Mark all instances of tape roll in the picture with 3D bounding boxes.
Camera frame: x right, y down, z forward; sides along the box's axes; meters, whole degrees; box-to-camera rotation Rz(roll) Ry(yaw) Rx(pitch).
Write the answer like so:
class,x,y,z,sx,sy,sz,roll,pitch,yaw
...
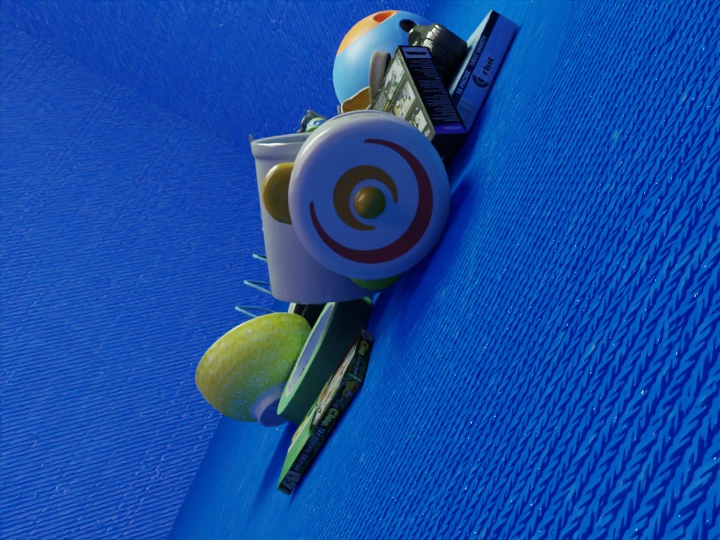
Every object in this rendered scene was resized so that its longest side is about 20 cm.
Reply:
class,x,y,z,sx,sy,sz,roll,pitch,yaw
tape roll,-0.051,0.119,1.465,0.202,0.048,0.201,-62,7,13

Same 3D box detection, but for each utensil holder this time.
class,x,y,z,sx,sy,sz,roll,pitch,yaw
utensil holder,-0.047,-0.072,1.356,0.170,0.168,0.202,-99,4,-80

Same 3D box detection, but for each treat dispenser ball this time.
class,x,y,z,sx,sy,sz,roll,pitch,yaw
treat dispenser ball,0.055,-0.319,1.720,0.202,0.200,0.201,-61,6,12

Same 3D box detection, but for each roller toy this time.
class,x,y,z,sx,sy,sz,roll,pitch,yaw
roller toy,0.007,-0.088,1.199,0.183,0.200,0.140,-47,9,9

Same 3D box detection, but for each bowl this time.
class,x,y,z,sx,sy,sz,roll,pitch,yaw
bowl,-0.139,0.170,1.600,0.108,0.199,0.201,56,130,32

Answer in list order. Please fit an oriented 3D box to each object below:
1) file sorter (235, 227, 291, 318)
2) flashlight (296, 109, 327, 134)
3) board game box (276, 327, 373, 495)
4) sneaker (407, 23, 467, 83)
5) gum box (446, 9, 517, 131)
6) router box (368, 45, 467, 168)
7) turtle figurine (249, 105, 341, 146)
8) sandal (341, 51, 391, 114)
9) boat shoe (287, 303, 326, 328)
class,x,y,z,sx,sy,sz,roll,pitch,yaw
file sorter,-0.109,-0.002,1.772,0.139,0.122,0.202,11,-81,-67
flashlight,-0.015,-0.213,1.855,0.068,0.199,0.068,-57,7,45
board game box,-0.043,0.173,1.290,0.201,0.023,0.105,-59,9,30
sneaker,0.083,-0.279,1.475,0.115,0.076,0.199,-55,12,5
gum box,0.133,-0.239,1.453,0.171,0.044,0.200,-65,7,-16
router box,0.057,-0.167,1.374,0.201,0.051,0.150,119,140,-49
turtle figurine,-0.070,-0.125,1.549,0.200,0.142,0.196,-76,-28,-87
sandal,0.007,-0.234,1.478,0.212,0.069,0.078,84,-162,-62
boat shoe,-0.054,0.039,1.686,0.201,0.062,0.075,-57,-33,-13
